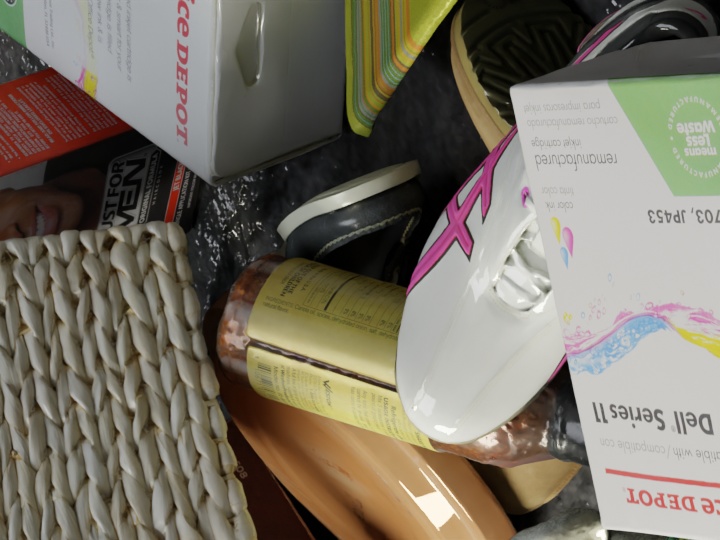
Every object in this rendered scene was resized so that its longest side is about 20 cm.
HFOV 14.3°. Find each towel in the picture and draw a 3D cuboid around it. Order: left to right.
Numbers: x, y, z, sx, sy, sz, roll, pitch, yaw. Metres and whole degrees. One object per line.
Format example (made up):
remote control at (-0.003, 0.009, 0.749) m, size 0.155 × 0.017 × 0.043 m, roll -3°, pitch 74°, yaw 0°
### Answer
towel at (0.037, -0.142, 1.207) m, size 0.200 × 0.018 × 0.086 m, roll 128°, pitch 147°, yaw -53°

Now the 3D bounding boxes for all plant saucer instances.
plant saucer at (-0.003, 0.091, 1.348) m, size 0.200 × 0.032 × 0.200 m, roll 41°, pitch 164°, yaw 15°

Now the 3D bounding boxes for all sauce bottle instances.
sauce bottle at (0.037, 0.046, 1.204) m, size 0.200 × 0.066 × 0.066 m, roll 18°, pitch 126°, yaw 24°

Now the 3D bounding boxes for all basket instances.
basket at (-0.136, 0.104, 1.283) m, size 0.200 × 0.161 × 0.198 m, roll 89°, pitch 168°, yaw -63°

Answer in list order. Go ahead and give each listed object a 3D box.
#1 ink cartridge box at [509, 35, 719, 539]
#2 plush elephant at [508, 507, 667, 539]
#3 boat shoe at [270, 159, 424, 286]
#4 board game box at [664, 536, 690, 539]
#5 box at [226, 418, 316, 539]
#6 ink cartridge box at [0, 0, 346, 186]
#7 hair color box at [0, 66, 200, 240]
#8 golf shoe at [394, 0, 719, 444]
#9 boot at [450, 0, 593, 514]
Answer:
ink cartridge box at (0.127, 0.026, 0.947) m, size 0.117 × 0.067 × 0.200 m, roll 1°, pitch 107°, yaw 54°
plush elephant at (0.129, 0.163, 1.159) m, size 0.200 × 0.165 × 0.155 m, roll 21°, pitch 117°, yaw 38°
boat shoe at (0.000, 0.000, 1.307) m, size 0.068 × 0.072 × 0.200 m, roll 65°, pitch 165°, yaw 11°
board game box at (0.148, 0.144, 1.084) m, size 0.105 × 0.200 × 0.023 m, roll 39°, pitch 168°, yaw 9°
box at (-0.099, 0.210, 1.468) m, size 0.164 × 0.166 × 0.200 m, roll 56°, pitch 160°, yaw 16°
ink cartridge box at (-0.096, -0.153, 1.360) m, size 0.200 × 0.087 × 0.146 m, roll 38°, pitch 137°, yaw 40°
hair color box at (-0.172, -0.040, 1.429) m, size 0.061 × 0.200 × 0.102 m, roll 46°, pitch 142°, yaw 29°
golf shoe at (0.072, -0.022, 1.105) m, size 0.073 × 0.200 × 0.092 m, roll 31°, pitch -177°, yaw 4°
boot at (0.063, -0.004, 1.245) m, size 0.175 × 0.066 × 0.200 m, roll 58°, pitch 147°, yaw 14°
